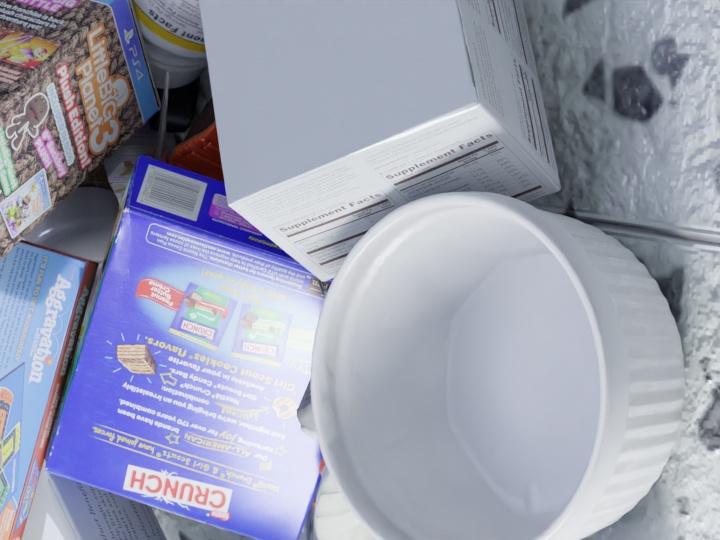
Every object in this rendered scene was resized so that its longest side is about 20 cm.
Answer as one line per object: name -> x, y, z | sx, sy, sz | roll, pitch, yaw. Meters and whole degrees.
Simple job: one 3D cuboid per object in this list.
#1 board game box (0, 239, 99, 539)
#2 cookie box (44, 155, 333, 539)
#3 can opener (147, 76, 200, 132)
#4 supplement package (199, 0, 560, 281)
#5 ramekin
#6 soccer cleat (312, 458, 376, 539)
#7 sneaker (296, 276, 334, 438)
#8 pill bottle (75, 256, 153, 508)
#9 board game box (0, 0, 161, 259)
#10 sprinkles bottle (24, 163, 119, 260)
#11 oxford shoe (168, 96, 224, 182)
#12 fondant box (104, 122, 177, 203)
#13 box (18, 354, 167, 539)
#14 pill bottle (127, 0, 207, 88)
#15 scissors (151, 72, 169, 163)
board game box -> -0.238, 0.078, 1.736 | 0.103, 0.019, 0.201 | 16, 90, 23
cookie box -> -0.089, 0.053, 1.707 | 0.075, 0.170, 0.201 | -80, 9, -61
can opener -> -0.159, -0.182, 1.899 | 0.063, 0.078, 0.201 | -34, 52, 44
supplement package -> 0.005, -0.124, 1.534 | 0.155, 0.111, 0.201 | -21, 58, 20
ramekin -> 0.080, 0.058, 1.482 | 0.199, 0.105, 0.201 | 1, 91, 39
soccer cleat -> 0.031, 0.112, 1.629 | 0.078, 0.069, 0.200 | 57, 132, 33
sneaker -> 0.000, 0.000, 1.601 | 0.075, 0.082, 0.201 | 163, 130, -78
pill bottle -> -0.204, 0.076, 1.933 | 0.112, 0.112, 0.201 | -10, 83, 56
board game box -> -0.255, -0.102, 1.750 | 0.159, 0.200, 0.097 | 19, 139, 33
sprinkles bottle -> -0.216, -0.104, 1.885 | 0.068, 0.068, 0.201 | -43, 56, 48
oxford shoe -> -0.069, -0.097, 1.788 | 0.200, 0.071, 0.073 | -44, 22, 56
fondant box -> -0.214, -0.101, 1.992 | 0.200, 0.058, 0.145 | -43, 57, 49
box -> -0.262, 0.161, 1.823 | 0.199, 0.131, 0.200 | -32, 77, 17
pill bottle -> -0.095, -0.208, 1.761 | 0.200, 0.114, 0.115 | -44, 56, 47
scissors -> -0.134, -0.063, 1.825 | 0.200, 0.014, 0.073 | 104, -175, -71
